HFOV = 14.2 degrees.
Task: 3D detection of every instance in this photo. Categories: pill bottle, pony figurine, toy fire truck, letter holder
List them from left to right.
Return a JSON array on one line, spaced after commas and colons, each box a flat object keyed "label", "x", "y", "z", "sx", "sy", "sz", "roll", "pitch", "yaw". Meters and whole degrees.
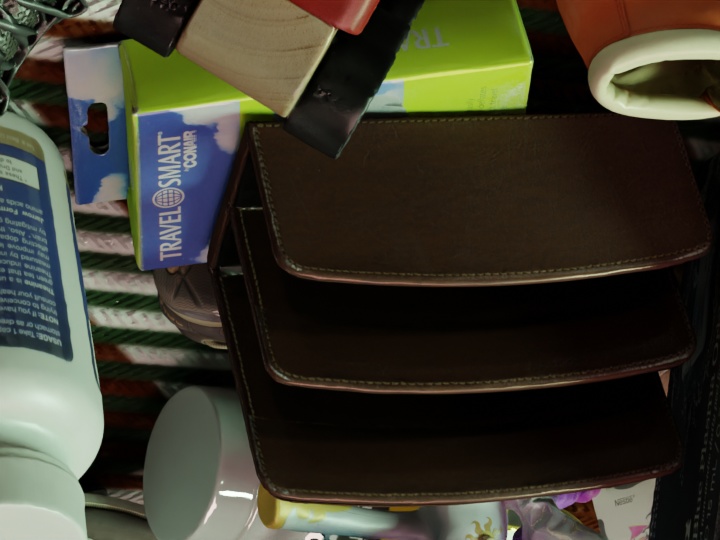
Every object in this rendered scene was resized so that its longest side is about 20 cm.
[{"label": "pill bottle", "x": -0.170, "y": 0.037, "z": 1.245, "sx": 0.110, "sy": 0.201, "sz": 0.111, "roll": -8, "pitch": 146, "yaw": -6}, {"label": "toy fire truck", "x": -0.007, "y": -0.169, "z": 1.065, "sx": 0.128, "sy": 0.176, "sz": 0.201, "roll": 31, "pitch": 106, "yaw": -2}, {"label": "pill bottle", "x": -0.007, "y": 0.114, "z": 1.492, "sx": 0.199, "sy": 0.112, "sz": 0.111, "roll": 11, "pitch": 140, "yaw": -31}, {"label": "letter holder", "x": 0.049, "y": 0.018, "z": 1.257, "sx": 0.199, "sy": 0.143, "sz": 0.101, "roll": -2, "pitch": 145, "yaw": -17}, {"label": "pony figurine", "x": 0.054, "y": 0.118, "z": 1.371, "sx": 0.199, "sy": 0.194, "sz": 0.166, "roll": 0, "pitch": -172, "yaw": -29}]

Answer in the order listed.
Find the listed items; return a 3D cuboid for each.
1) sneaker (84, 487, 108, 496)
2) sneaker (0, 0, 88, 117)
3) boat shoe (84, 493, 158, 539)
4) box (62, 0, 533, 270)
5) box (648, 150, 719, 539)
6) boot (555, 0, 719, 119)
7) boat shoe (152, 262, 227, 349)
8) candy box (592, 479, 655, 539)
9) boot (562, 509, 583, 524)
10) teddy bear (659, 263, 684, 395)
[{"label": "sneaker", "x": -0.196, "y": 0.149, "z": 1.518, "sx": 0.108, "sy": 0.070, "sz": 0.200, "roll": -26, "pitch": 149, "yaw": 23}, {"label": "sneaker", "x": -0.145, "y": -0.094, "z": 1.143, "sx": 0.199, "sy": 0.115, "sz": 0.076, "roll": -24, "pitch": 147, "yaw": 13}, {"label": "boat shoe", "x": -0.100, "y": 0.176, "z": 1.485, "sx": 0.199, "sy": 0.060, "sz": 0.072, "roll": 28, "pitch": 120, "yaw": -27}, {"label": "box", "x": -0.028, "y": -0.060, "z": 1.289, "sx": 0.199, "sy": 0.048, "sz": 0.122, "roll": -8, "pitch": 146, "yaw": -8}, {"label": "box", "x": 0.208, "y": 0.044, "z": 1.303, "sx": 0.117, "sy": 0.198, "sz": 0.200, "roll": 8, "pitch": 175, "yaw": -1}, {"label": "boot", "x": 0.177, "y": -0.103, "z": 1.225, "sx": 0.199, "sy": 0.108, "sz": 0.075, "roll": 1, "pitch": 138, "yaw": -13}, {"label": "boat shoe", "x": 0.000, "y": 0.000, "z": 1.376, "sx": 0.199, "sy": 0.075, "sz": 0.073, "roll": 0, "pitch": 157, "yaw": -6}, {"label": "candy box", "x": 0.251, "y": 0.119, "z": 1.524, "sx": 0.199, "sy": 0.072, "sz": 0.167, "roll": -7, "pitch": 170, "yaw": -43}, {"label": "boot", "x": 0.033, "y": 0.208, "z": 1.640, "sx": 0.199, "sy": 0.074, "sz": 0.155, "roll": -13, "pitch": 147, "yaw": -35}, {"label": "teddy bear", "x": 0.147, "y": 0.044, "z": 1.475, "sx": 0.199, "sy": 0.067, "sz": 0.146, "roll": -18, "pitch": 124, "yaw": -6}]
